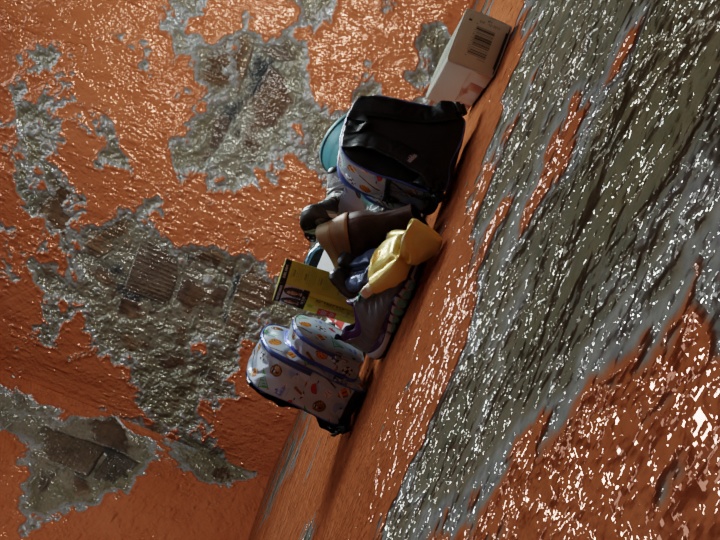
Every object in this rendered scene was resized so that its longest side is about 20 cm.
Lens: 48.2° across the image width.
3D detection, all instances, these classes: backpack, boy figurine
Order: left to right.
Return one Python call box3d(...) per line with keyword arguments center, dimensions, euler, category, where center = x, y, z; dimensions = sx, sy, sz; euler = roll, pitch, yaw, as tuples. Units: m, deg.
box3d(center=(-0.090, 0.162, 1.344), dimensions=(0.200, 0.190, 0.155), euler=(-128, 56, -77), category="backpack")
box3d(center=(0.036, -0.014, 1.160), dimensions=(0.200, 0.064, 0.125), euler=(-26, 30, 52), category="boy figurine")
box3d(center=(0.058, -0.193, 1.315), dimensions=(0.154, 0.190, 0.200), euler=(115, 176, -58), category="backpack")

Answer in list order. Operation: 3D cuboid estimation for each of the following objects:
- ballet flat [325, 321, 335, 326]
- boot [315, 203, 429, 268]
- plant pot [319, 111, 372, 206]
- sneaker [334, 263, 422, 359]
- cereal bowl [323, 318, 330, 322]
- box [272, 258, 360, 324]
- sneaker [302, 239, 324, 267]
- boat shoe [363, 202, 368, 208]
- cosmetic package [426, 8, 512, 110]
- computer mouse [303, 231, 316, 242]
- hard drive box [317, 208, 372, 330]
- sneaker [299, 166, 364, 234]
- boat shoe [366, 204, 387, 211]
box3d(center=(-0.044, 0.166, 1.507), dimensions=(0.200, 0.057, 0.067), euler=(64, -177, -52), category="ballet flat")
box3d(center=(0.036, -0.035, 1.298), dimensions=(0.200, 0.166, 0.073), euler=(52, -148, -58), category="boot")
box3d(center=(0.040, -0.225, 1.752), dimensions=(0.188, 0.199, 0.200), euler=(56, 139, 32), category="plant pot")
box3d(center=(0.030, 0.037, 1.238), dimensions=(0.074, 0.087, 0.201), euler=(-79, 11, -78), category="sneaker")
box3d(center=(-0.062, 0.166, 1.680), dimensions=(0.200, 0.083, 0.200), euler=(-61, -11, -21), category="cereal bowl")
box3d(center=(-0.039, 0.044, 1.318), dimensions=(0.075, 0.199, 0.050), euler=(119, 166, -58), category="box")
box3d(center=(-0.039, 0.027, 1.612), dimensions=(0.082, 0.200, 0.073), euler=(-54, 23, -23), category="sneaker")
box3d(center=(0.005, -0.092, 1.665), dimensions=(0.064, 0.200, 0.071), euler=(18, 77, 54), category="boat shoe")
box3d(center=(0.187, -0.364, 1.418), dimensions=(0.200, 0.087, 0.104), euler=(141, 150, -83), category="cosmetic package")
box3d(center=(-0.025, -0.055, 1.603), dimensions=(0.046, 0.200, 0.141), euler=(-50, -11, -21), category="computer mouse")
box3d(center=(0.000, 0.000, 1.478), dimensions=(0.156, 0.077, 0.201), euler=(36, 108, 47), category="hard drive box")
box3d(center=(-0.051, -0.121, 1.347), dimensions=(0.200, 0.075, 0.116), euler=(9, -110, -67), category="sneaker")
box3d(center=(0.040, -0.114, 1.593), dimensions=(0.200, 0.062, 0.075), euler=(-63, 6, -25), category="boat shoe")
